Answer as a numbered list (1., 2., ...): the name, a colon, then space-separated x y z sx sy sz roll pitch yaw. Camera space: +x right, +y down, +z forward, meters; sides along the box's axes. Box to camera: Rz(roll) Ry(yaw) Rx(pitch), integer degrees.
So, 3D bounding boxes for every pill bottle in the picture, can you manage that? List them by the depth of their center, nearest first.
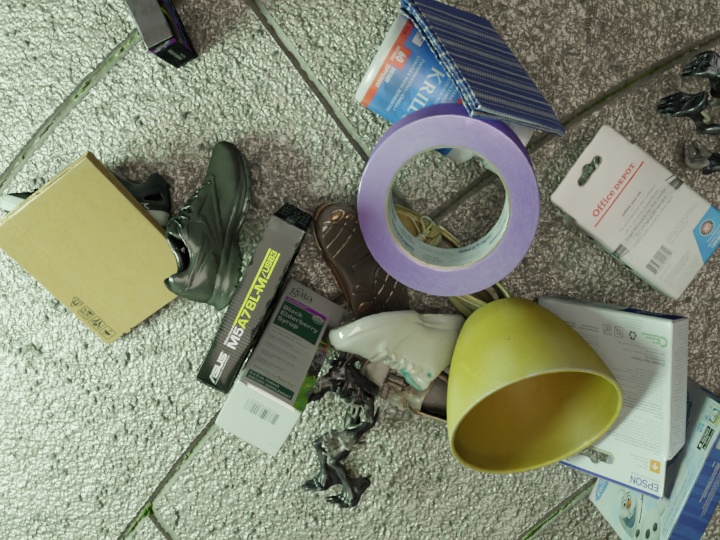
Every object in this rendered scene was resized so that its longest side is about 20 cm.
1. pill bottle: 0.102 -0.196 1.040 0.198 0.112 0.113 30 97 -4

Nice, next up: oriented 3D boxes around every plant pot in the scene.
1. plant pot: 0.181 0.117 1.030 0.196 0.144 0.202 -8 139 -7

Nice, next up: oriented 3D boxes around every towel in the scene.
1. towel: 0.131 -0.226 0.989 0.143 0.202 0.024 5 137 -38

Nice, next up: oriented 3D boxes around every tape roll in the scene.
1. tape roll: 0.097 -0.077 0.991 0.196 0.066 0.204 3 111 7

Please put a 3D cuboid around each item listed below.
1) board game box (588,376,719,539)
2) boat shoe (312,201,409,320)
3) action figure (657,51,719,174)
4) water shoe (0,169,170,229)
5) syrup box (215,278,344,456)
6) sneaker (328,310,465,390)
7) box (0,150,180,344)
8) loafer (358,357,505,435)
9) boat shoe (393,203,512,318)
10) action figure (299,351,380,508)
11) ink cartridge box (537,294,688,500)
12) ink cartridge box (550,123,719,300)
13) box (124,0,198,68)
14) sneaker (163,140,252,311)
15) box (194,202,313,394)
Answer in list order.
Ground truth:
1. board game box: 0.359 0.228 1.058 0.043 0.199 0.203 22 98 -9
2. boat shoe: 0.000 0.000 1.089 0.075 0.072 0.202 -29 117 -12
3. action figure: 0.437 -0.172 1.051 0.198 0.102 0.120 30 90 -30
4. water shoe: -0.327 -0.088 1.081 0.196 0.072 0.081 6 78 -7
5. syrup box: -0.088 0.105 1.031 0.078 0.201 0.082 29 125 -4
6. sneaker: 0.053 0.097 1.050 0.197 0.075 0.090 3 75 -36
7. box: -0.306 -0.020 1.053 0.162 0.021 0.200 -33 119 15
8. loafer: 0.092 0.152 1.112 0.197 0.063 0.073 22 99 -4
9. boat shoe: 0.099 -0.012 1.080 0.200 0.063 0.073 42 73 -7
10. action figure: -0.033 0.185 1.088 0.101 0.118 0.204 -10 111 -37
11. ink cartridge box: 0.289 0.141 1.057 0.040 0.198 0.204 -5 100 -36
12. ink cartridge box: 0.329 -0.073 1.082 0.199 0.068 0.117 37 96 -6
13. box: -0.233 -0.302 0.978 0.036 0.200 0.145 -25 98 -1
14. sneaker: -0.179 -0.059 1.041 0.089 0.076 0.204 12 69 -25
15. box: -0.116 0.023 1.024 0.047 0.200 0.196 24 98 -3
